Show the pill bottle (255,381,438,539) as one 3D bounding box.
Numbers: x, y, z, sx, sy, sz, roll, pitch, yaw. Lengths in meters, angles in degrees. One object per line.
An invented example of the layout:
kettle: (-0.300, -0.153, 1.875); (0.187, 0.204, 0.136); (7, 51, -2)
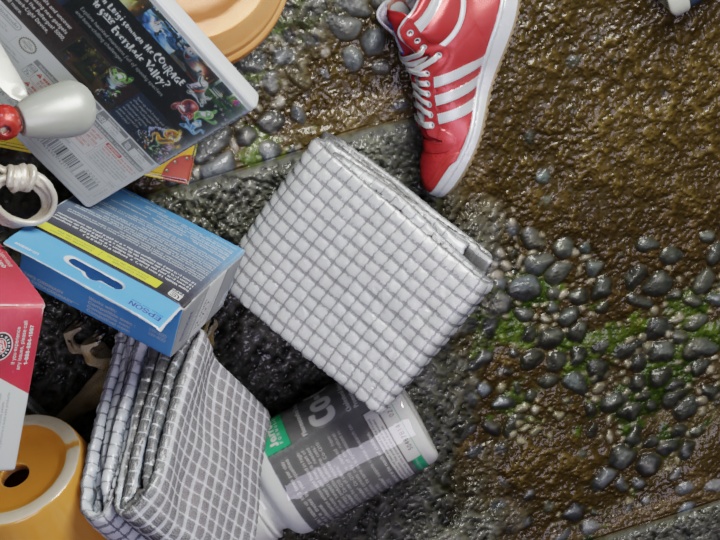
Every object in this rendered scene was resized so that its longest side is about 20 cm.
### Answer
pill bottle: (-0.038, 0.177, 1.573); (0.200, 0.113, 0.113); (-30, 119, 1)

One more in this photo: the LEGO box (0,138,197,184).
LEGO box: (-0.222, -0.169, 1.373); (0.200, 0.077, 0.149); (11, 113, -19)

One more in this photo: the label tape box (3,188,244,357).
label tape box: (-0.195, 0.004, 1.358); (0.143, 0.200, 0.066); (27, 113, 5)

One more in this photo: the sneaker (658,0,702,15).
sneaker: (0.271, -0.319, 1.424); (0.084, 0.075, 0.200); (-26, 129, 2)

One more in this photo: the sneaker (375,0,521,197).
sneaker: (0.058, -0.166, 1.447); (0.112, 0.071, 0.200); (10, 106, -22)

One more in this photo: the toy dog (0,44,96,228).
toy dog: (-0.311, -0.120, 1.256); (0.200, 0.096, 0.132); (13, 114, -32)

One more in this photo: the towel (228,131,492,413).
towel: (0.000, 0.000, 1.469); (0.200, 0.086, 0.166); (38, 104, 3)

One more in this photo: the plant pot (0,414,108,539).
plant pot: (-0.276, 0.233, 1.475); (0.200, 0.200, 0.183); (-21, 131, -3)

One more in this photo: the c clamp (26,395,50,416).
c clamp: (-0.312, 0.135, 1.506); (0.171, 0.027, 0.200); (-21, 139, 17)

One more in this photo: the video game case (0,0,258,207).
video game case: (-0.210, -0.158, 1.290); (0.182, 0.023, 0.200); (-27, 122, 25)

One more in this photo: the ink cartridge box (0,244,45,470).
ink cartridge box: (-0.359, 0.058, 1.225); (0.200, 0.145, 0.145); (0, 117, -34)

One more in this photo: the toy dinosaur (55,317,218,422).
toy dinosaur: (-0.224, 0.091, 1.516); (0.200, 0.058, 0.101); (-31, 120, 3)

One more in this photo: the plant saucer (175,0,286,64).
plant saucer: (-0.146, -0.254, 1.316); (0.200, 0.037, 0.200); (2, 84, -20)

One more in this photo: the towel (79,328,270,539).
towel: (-0.152, 0.162, 1.455); (0.085, 0.200, 0.166); (-10, 142, 28)
